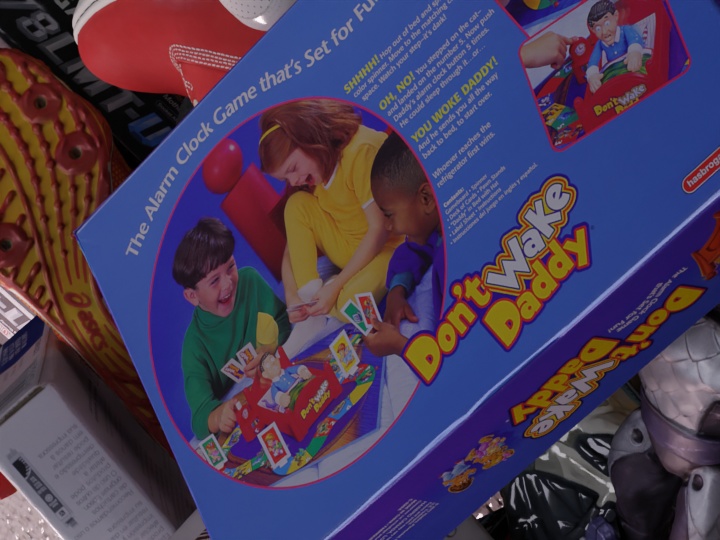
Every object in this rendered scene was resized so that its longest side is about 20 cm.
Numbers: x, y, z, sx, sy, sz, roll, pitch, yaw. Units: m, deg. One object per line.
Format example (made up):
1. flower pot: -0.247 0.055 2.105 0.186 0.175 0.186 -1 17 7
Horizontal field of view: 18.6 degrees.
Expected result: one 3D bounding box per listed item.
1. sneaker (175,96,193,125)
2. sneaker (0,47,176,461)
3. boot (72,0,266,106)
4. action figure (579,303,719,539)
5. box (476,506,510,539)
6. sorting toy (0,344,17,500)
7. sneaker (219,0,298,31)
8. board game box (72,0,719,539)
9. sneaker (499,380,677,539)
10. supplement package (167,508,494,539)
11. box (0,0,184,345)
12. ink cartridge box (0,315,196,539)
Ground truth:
1. sneaker: 0.000 0.000 0.839 0.073 0.080 0.201 -4 121 51
2. sneaker: -0.100 0.003 0.864 0.201 0.073 0.077 56 177 1
3. boot: -0.034 -0.034 0.710 0.199 0.072 0.146 2 80 47
4. action figure: 0.091 0.054 0.622 0.130 0.069 0.201 50 146 45
5. box: 0.085 0.184 0.836 0.200 0.038 0.136 47 151 -4
6. sorting toy: -0.223 0.023 1.153 0.199 0.069 0.201 1 110 50
7. sneaker: -0.084 -0.145 0.613 0.073 0.115 0.201 -24 93 51
8. board game box: 0.021 -0.019 0.589 0.200 0.045 0.135 -43 57 24
9. sneaker: 0.077 0.053 0.751 0.077 0.086 0.201 -34 97 26
10. supplement package: 0.012 0.167 0.745 0.200 0.117 0.117 50 152 -11
11. box: -0.112 -0.013 0.958 0.200 0.050 0.199 42 146 1
12. ink cartridge box: -0.073 0.111 0.887 0.200 0.041 0.200 49 180 -9
